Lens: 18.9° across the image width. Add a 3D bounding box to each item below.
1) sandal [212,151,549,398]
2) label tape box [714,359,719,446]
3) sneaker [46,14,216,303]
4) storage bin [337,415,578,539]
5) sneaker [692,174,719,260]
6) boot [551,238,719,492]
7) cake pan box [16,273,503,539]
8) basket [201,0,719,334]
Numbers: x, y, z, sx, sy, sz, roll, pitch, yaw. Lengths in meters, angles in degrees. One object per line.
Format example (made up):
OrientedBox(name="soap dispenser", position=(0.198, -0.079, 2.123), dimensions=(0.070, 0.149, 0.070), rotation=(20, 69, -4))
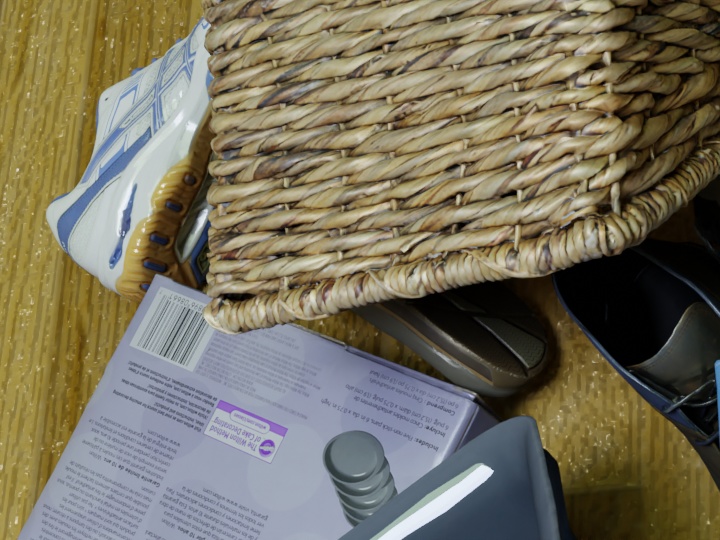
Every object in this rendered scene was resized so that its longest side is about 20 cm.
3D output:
OrientedBox(name="sandal", position=(0.000, 0.000, 0.957), dimensions=(0.200, 0.080, 0.054), rotation=(42, 128, 30))
OrientedBox(name="label tape box", position=(0.172, 0.117, 0.690), dimensions=(0.063, 0.144, 0.200), rotation=(2, 79, -14))
OrientedBox(name="sneaker", position=(-0.084, -0.086, 1.037), dimensions=(0.088, 0.075, 0.200), rotation=(26, 81, 37))
OrientedBox(name="storage bin", position=(0.048, 0.166, 0.757), dimensions=(0.145, 0.134, 0.200), rotation=(-37, 9, 10))
OrientedBox(name="sneaker", position=(0.166, -0.021, 0.818), dimensions=(0.079, 0.074, 0.200), rotation=(-42, 11, 15))
OrientedBox(name="boot", position=(0.141, 0.059, 0.812), dimensions=(0.075, 0.097, 0.200), rotation=(-51, 49, 19))
OrientedBox(name="cake pan box", position=(-0.056, 0.113, 0.940), dimensions=(0.200, 0.052, 0.184), rotation=(18, 75, 35))
OrientedBox(name="basket", position=(0.049, -0.047, 0.841), dimensions=(0.200, 0.143, 0.149), rotation=(-14, 71, 36))
